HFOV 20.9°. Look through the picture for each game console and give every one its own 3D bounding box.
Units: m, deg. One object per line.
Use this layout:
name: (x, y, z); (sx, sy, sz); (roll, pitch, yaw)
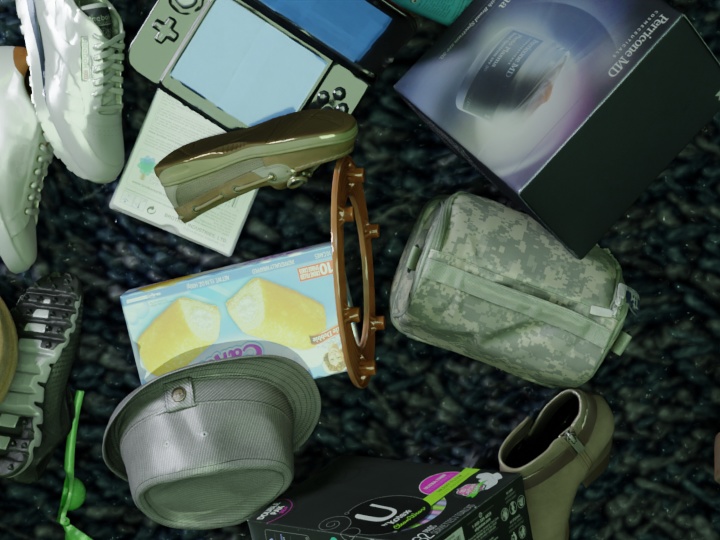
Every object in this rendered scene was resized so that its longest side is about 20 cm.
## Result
game console: (-0.080, -0.193, 1.661); (0.199, 0.119, 0.173); (32, 95, -7)

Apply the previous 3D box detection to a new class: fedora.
fedora: (-0.126, 0.163, 1.705); (0.198, 0.091, 0.178); (-11, 140, -3)

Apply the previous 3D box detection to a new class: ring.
ring: (0.000, 0.000, 1.679); (0.019, 0.200, 0.202); (-3, 95, 9)

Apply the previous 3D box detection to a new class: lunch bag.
lunch bag: (0.131, 0.021, 1.698); (0.199, 0.168, 0.140); (21, 95, -3)

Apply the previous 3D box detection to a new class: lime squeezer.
lime squeezer: (-0.245, 0.213, 1.778); (0.070, 0.038, 0.201); (-23, 94, 1)

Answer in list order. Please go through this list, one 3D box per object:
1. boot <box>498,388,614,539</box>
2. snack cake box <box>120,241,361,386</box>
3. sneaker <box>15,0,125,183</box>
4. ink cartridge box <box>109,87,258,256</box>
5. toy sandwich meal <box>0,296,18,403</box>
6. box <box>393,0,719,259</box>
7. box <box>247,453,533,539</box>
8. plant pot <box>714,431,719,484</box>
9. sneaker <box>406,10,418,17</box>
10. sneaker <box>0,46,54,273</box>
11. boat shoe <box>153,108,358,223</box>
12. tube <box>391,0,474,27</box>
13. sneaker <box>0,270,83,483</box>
boot: (0.151, 0.191, 1.722); (0.070, 0.146, 0.200); (34, 82, 30)
snack cake box: (-0.104, 0.052, 1.750); (0.198, 0.067, 0.116); (-14, 94, 1)
sneaker: (-0.239, -0.176, 1.706); (0.080, 0.076, 0.202); (-16, 91, 29)
ink cartridge box: (-0.132, -0.127, 1.748); (0.119, 0.042, 0.201); (23, 97, -4)
toy sandwich meal: (-0.392, 0.071, 1.703); (0.203, 0.070, 0.207); (4, 63, -7)
box: (0.171, -0.155, 1.653); (0.200, 0.198, 0.123); (-48, 136, 1)
box: (0.030, 0.248, 1.675); (0.199, 0.148, 0.125); (1, 110, 40)
plant pot: (0.404, 0.098, 1.712); (0.198, 0.200, 0.176); (-1, 78, 0)
sneaker: (-0.030, -0.301, 1.717); (0.198, 0.070, 0.109); (15, 100, -9)
sneaker: (-0.295, -0.100, 1.732); (0.084, 0.073, 0.202); (-8, 94, 3)
boat shoe: (-0.084, -0.088, 1.674); (0.199, 0.073, 0.064); (-13, 110, 27)
tube: (0.084, -0.242, 1.705); (0.199, 0.050, 0.078); (14, 102, -32)
sneaker: (-0.288, 0.101, 1.754); (0.066, 0.091, 0.201); (7, 68, 16)
